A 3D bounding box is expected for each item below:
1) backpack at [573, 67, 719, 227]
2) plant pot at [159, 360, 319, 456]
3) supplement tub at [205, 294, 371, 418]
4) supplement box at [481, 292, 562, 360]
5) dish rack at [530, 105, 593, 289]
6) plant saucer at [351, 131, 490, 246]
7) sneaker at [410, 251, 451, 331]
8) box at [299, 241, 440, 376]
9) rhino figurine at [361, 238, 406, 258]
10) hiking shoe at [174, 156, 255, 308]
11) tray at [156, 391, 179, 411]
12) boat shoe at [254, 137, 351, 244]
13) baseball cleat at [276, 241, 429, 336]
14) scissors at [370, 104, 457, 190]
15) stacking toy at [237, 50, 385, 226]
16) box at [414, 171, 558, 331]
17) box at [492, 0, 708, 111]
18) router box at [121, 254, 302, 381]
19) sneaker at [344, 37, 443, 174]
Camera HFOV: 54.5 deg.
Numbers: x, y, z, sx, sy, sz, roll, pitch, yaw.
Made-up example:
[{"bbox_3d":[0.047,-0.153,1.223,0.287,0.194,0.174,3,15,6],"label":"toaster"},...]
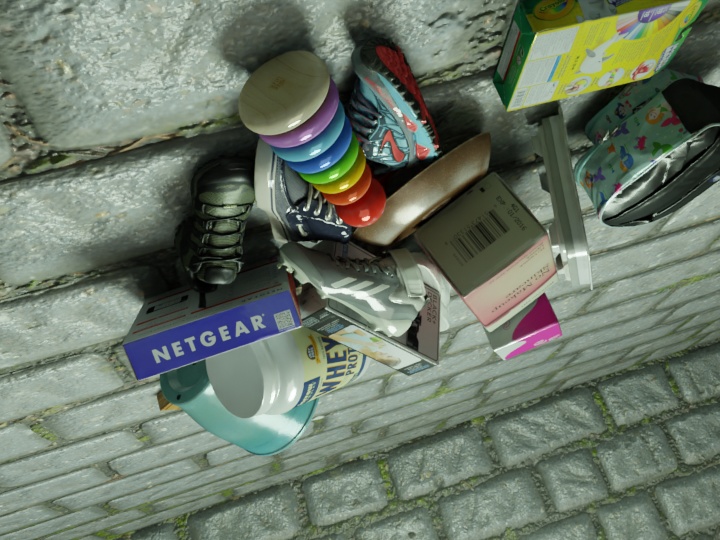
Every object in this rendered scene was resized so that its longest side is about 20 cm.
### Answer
[{"bbox_3d":[0.368,-0.145,0.869,0.177,0.151,0.200,-2,143,-35],"label":"backpack"},{"bbox_3d":[-0.194,0.167,1.077,0.200,0.200,0.188,-30,141,24],"label":"plant pot"},{"bbox_3d":[-0.096,0.112,0.965,0.200,0.145,0.145,-16,161,-45],"label":"supplement tub"},{"bbox_3d":[0.213,0.019,1.050,0.101,0.200,0.103,-24,157,12],"label":"supplement box"},{"bbox_3d":[0.250,-0.083,0.868,0.043,0.200,0.172,-11,160,15],"label":"dish rack"},{"bbox_3d":[0.080,-0.085,0.819,0.200,0.037,0.200,-37,176,-3],"label":"plant saucer"},{"bbox_3d":[0.096,-0.001,1.050,0.074,0.116,0.200,0,151,16],"label":"sneaker"},{"bbox_3d":[0.018,0.049,0.929,0.200,0.117,0.060,30,140,-31],"label":"box"},{"bbox_3d":[0.010,-0.003,1.018,0.087,0.060,0.200,-9,154,-31],"label":"rhino figurine"},{"bbox_3d":[-0.146,-0.039,0.752,0.076,0.101,0.200,-6,153,-28],"label":"hiking shoe"},{"bbox_3d":[-0.277,0.200,1.271,0.099,0.037,0.200,4,147,-45],"label":"tray"},{"bbox_3d":[-0.054,-0.081,0.742,0.093,0.075,0.200,5,166,3],"label":"boat shoe"},{"bbox_3d":[0.000,0.000,0.814,0.200,0.070,0.106,35,99,-36],"label":"baseball cleat"},{"bbox_3d":[0.045,-0.129,0.826,0.200,0.014,0.073,-32,152,25],"label":"scissors"},{"bbox_3d":[-0.028,-0.106,0.658,0.085,0.085,0.200,-25,141,12],"label":"stacking toy"},{"bbox_3d":[0.170,-0.016,0.909,0.128,0.109,0.200,-38,155,6],"label":"box"},{"bbox_3d":[0.244,-0.234,0.706,0.200,0.048,0.117,-13,156,-10],"label":"box"},{"bbox_3d":[-0.179,0.051,0.869,0.200,0.049,0.180,-18,-164,-3],"label":"router box"},{"bbox_3d":[0.019,-0.143,0.684,0.095,0.079,0.200,-22,157,11],"label":"sneaker"}]
